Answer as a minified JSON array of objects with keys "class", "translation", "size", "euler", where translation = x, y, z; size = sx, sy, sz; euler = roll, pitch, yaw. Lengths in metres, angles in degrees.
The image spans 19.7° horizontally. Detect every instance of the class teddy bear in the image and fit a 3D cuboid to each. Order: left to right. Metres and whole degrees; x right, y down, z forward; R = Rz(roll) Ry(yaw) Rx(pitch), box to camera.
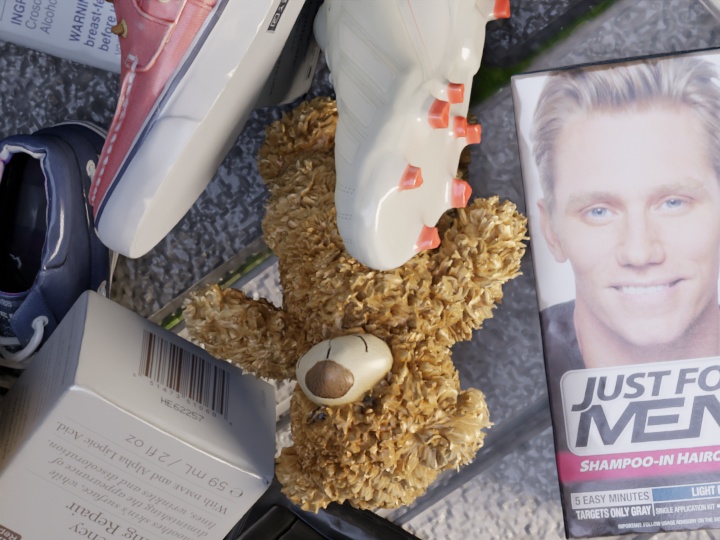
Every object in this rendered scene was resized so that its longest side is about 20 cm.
[{"class":"teddy bear","translation":[0.000,0.000,0.869],"size":[0.145,0.067,0.200],"euler":[11,58,14]}]

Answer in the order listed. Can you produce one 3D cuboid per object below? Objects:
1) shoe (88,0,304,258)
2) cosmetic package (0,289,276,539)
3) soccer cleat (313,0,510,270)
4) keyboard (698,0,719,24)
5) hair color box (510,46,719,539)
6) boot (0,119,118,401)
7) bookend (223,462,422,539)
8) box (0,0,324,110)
[{"class":"shoe","translation":[-0.075,-0.111,0.811],"size":[0.091,0.071,0.200],"euler":[29,97,8]},{"class":"cosmetic package","translation":[-0.131,0.113,0.911],"size":[0.102,0.074,0.200],"euler":[29,120,-18]},{"class":"soccer cleat","translation":[0.012,-0.080,0.856],"size":[0.077,0.200,0.069],"euler":[3,142,18]},{"class":"keyboard","translation":[0.182,-0.102,0.838],"size":[0.200,0.011,0.056],"euler":[45,83,-10]},{"class":"hair color box","translation":[0.126,0.009,0.884],"size":[0.100,0.061,0.201],"euler":[-7,94,13]},{"class":"boot","translation":[-0.153,0.032,0.938],"size":[0.073,0.090,0.201],"euler":[8,98,12]},{"class":"bookend","translation":[-0.002,0.182,0.863],"size":[0.200,0.199,0.092],"euler":[28,104,10]},{"class":"box","translation":[-0.104,-0.183,0.895],"size":[0.199,0.105,0.184],"euler":[18,101,10]}]
